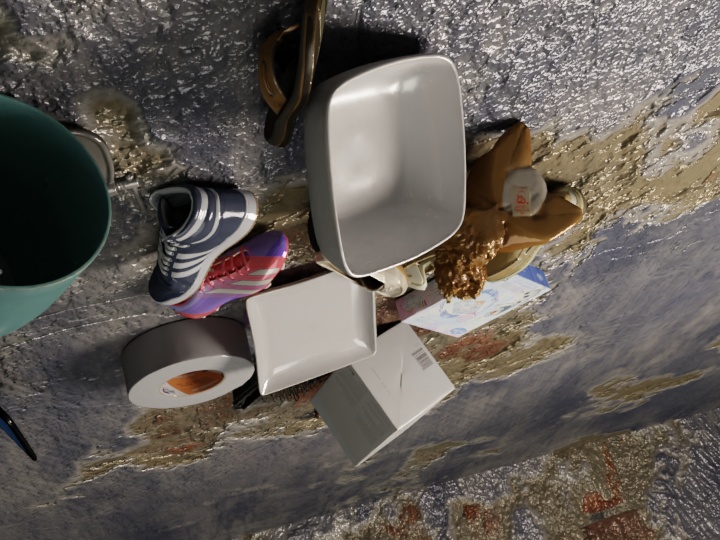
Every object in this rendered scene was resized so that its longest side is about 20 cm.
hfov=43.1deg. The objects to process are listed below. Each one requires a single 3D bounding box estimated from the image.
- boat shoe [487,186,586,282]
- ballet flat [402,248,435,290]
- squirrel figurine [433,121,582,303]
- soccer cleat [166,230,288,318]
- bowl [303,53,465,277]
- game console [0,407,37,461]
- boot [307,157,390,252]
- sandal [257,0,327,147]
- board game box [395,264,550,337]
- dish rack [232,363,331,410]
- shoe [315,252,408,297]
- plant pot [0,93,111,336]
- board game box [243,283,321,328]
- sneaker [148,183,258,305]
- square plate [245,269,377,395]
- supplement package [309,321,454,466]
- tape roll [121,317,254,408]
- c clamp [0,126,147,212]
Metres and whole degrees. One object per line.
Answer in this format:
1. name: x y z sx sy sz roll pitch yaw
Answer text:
1. boat shoe: 0.231 -0.054 1.320 0.200 0.072 0.076 -46 158 29
2. ballet flat: 0.101 -0.011 1.332 0.198 0.066 0.071 -22 156 10
3. squirrel figurine: 0.153 -0.059 1.164 0.200 0.142 0.187 -42 -176 -18
4. soccer cleat: -0.177 0.005 1.180 0.199 0.068 0.076 -29 149 30
5. bowl: 0.019 -0.112 0.919 0.199 0.203 0.074 -23 -153 -39
6. game console: -0.567 0.211 1.284 0.173 0.118 0.201 -11 155 -14
7. boot: 0.038 -0.091 1.098 0.156 0.080 0.211 -2 157 -25
8. sandal: -0.072 -0.187 0.847 0.054 0.083 0.200 13 155 -12
9. board game box: 0.192 0.042 1.536 0.198 0.044 0.199 -31 153 26
10. dish rack: -0.121 0.193 1.632 0.198 0.055 0.153 3 150 -40
11. shoe: 0.000 0.000 1.251 0.069 0.054 0.199 -10 151 33
12. plant pot: -0.344 -0.029 0.805 0.199 0.203 0.161 3 147 -38
13. board game box: -0.081 0.072 1.413 0.198 0.039 0.158 -2 151 -31
14. sneaker: -0.217 -0.031 1.059 0.200 0.071 0.108 -42 152 30
15. square plate: -0.070 0.080 1.352 0.198 0.029 0.200 -18 133 -17
16. supplement package: 0.035 0.221 1.632 0.150 0.152 0.200 -29 166 -34
17. tape roll: -0.267 0.146 1.416 0.197 0.067 0.201 -14 155 -7
18. c clamp: -0.323 -0.083 0.928 0.197 0.027 0.171 -11 154 -13
